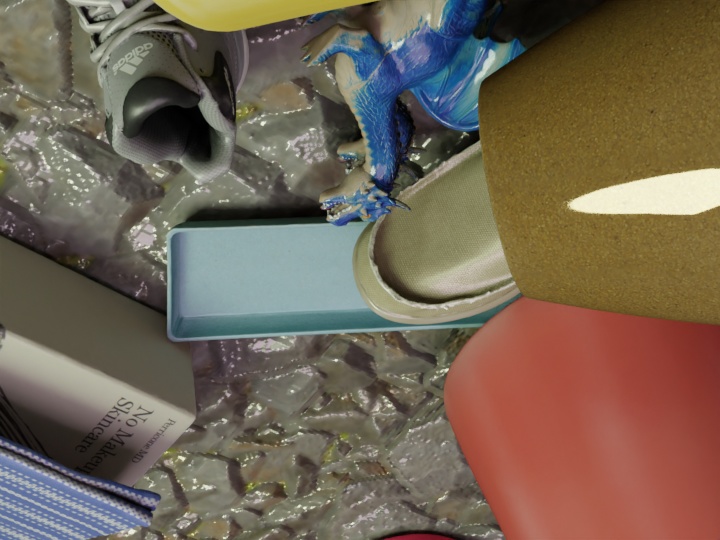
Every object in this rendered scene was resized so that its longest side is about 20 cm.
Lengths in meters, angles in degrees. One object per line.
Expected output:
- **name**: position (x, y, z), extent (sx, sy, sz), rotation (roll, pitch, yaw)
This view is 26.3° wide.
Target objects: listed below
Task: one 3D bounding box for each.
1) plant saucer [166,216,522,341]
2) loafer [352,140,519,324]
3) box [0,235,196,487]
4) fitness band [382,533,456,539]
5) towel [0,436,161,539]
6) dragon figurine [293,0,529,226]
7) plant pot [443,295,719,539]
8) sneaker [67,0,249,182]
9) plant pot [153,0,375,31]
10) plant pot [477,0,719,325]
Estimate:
- **plant saucer**: position (0.000, 0.000, 0.784), extent (0.198, 0.019, 0.071), rotation (-3, 126, -11)
- **loafer**: position (0.086, -0.039, 0.724), extent (0.198, 0.076, 0.068), rotation (-26, 164, -1)
- **box**: position (-0.181, 0.035, 0.747), extent (0.199, 0.069, 0.082), rotation (27, 120, -30)
- **fitness band**: position (0.044, 0.240, 0.995), extent (0.143, 0.038, 0.200), rotation (-36, 129, 19)
- **towel**: position (-0.207, 0.106, 0.778), extent (0.144, 0.024, 0.199), rotation (29, 149, -29)
- **dragon figurine**: position (0.039, -0.103, 0.678), extent (0.200, 0.059, 0.099), rotation (-39, 127, 22)
- **plant pot**: position (0.155, 0.114, 0.782), extent (0.198, 0.179, 0.201), rotation (-11, 147, -7)
- **sneaker**: position (-0.093, -0.115, 0.601), extent (0.074, 0.116, 0.201), rotation (-24, 132, 10)
- **plant pot**: position (0.003, -0.175, 0.529), extent (0.187, 0.202, 0.201), rotation (-20, 134, 26)
- **plant pot**: position (0.153, -0.053, 0.613), extent (0.198, 0.188, 0.187), rotation (-11, 133, 14)
